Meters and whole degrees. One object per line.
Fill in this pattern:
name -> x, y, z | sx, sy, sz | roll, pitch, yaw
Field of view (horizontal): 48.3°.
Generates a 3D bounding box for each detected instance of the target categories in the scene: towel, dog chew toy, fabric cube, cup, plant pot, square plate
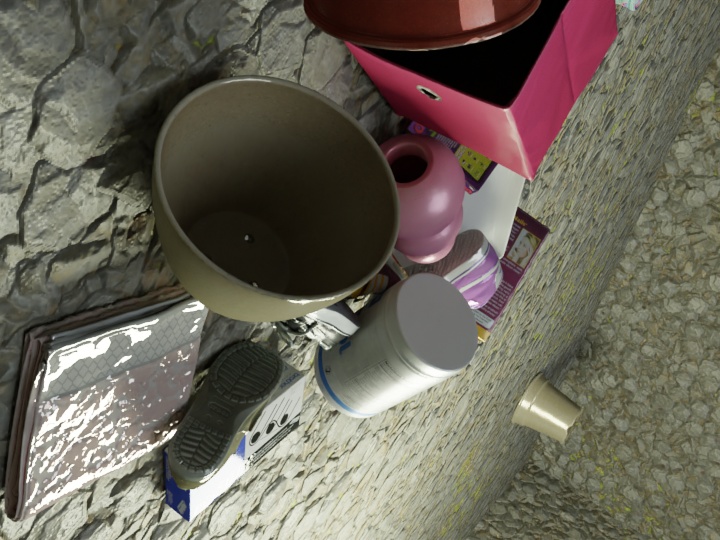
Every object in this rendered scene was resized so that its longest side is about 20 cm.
towel -> -0.222, 0.112, 0.728 | 0.199, 0.032, 0.193 | -22, 137, -54
dog chew toy -> 0.070, -0.075, 0.980 | 0.125, 0.124, 0.200 | -53, 155, -15
fabric cube -> 0.128, -0.243, 0.819 | 0.201, 0.195, 0.199 | -60, 159, -2
cup -> -0.086, -0.036, 0.669 | 0.200, 0.200, 0.143 | -40, 175, -38
plant pot -> 0.639, 0.477, 2.705 | 0.200, 0.183, 0.202 | -44, 152, -31
plant pot -> 0.045, -0.304, 0.606 | 0.201, 0.200, 0.197 | -42, 143, -35
square plate -> 0.122, -0.086, 1.091 | 0.196, 0.029, 0.201 | -7, 133, -15

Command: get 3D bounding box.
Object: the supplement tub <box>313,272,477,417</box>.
supplement tub -> 0.039, 0.100, 1.021 | 0.132, 0.132, 0.200 | -36, 178, -43

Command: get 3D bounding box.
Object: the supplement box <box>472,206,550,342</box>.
supplement box -> 0.174, -0.013, 1.226 | 0.201, 0.130, 0.103 | -58, -169, -2

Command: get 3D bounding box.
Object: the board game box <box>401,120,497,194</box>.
board game box -> 0.154, -0.210, 1.013 | 0.201, 0.120, 0.032 | -53, -167, -15

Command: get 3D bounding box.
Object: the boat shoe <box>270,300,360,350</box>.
boat shoe -> -0.071, 0.044, 0.906 | 0.068, 0.074, 0.199 | -42, 153, 7

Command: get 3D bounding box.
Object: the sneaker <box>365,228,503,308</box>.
sneaker -> 0.110, 0.038, 1.128 | 0.199, 0.073, 0.114 | -29, 134, 11

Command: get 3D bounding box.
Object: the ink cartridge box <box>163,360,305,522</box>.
ink cartridge box -> -0.147, 0.199, 0.962 | 0.200, 0.044, 0.095 | -36, 146, -43

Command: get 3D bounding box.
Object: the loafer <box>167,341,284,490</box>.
loafer -> -0.148, 0.153, 0.858 | 0.200, 0.075, 0.070 | -53, 174, -49

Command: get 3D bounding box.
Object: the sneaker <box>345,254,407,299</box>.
sneaker -> 0.000, 0.000, 1.013 | 0.090, 0.075, 0.200 | -40, 155, -3

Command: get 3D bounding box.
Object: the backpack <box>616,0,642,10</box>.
backpack -> 0.330, -0.432, 1.071 | 0.200, 0.153, 0.176 | -48, 160, -10
